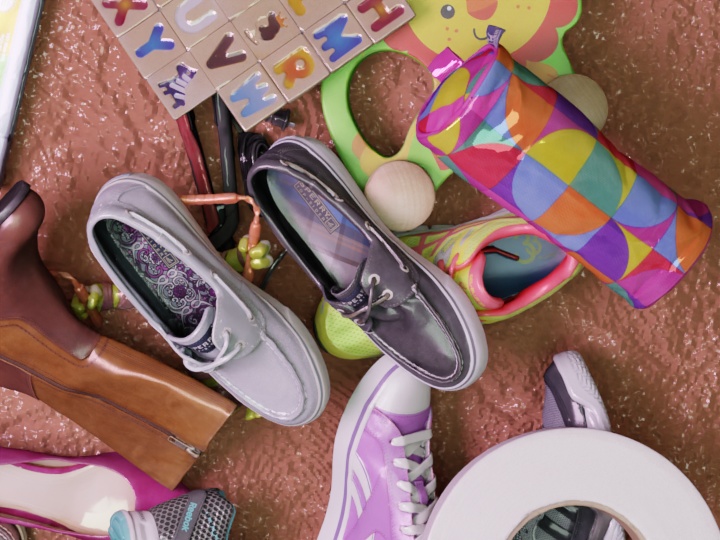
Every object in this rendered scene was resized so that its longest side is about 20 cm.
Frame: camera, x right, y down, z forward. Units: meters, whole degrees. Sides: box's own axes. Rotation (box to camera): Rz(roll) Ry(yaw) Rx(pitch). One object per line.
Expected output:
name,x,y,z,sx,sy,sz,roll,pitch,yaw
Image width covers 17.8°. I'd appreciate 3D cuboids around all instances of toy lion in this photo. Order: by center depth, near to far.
toy lion,0.061,-0.149,1.505,0.199,0.069,0.192,-27,93,5

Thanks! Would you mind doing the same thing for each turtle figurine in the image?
turtle figurine,-0.117,0.025,1.527,0.199,0.064,0.162,-19,108,30

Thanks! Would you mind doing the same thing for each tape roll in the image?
tape roll,0.135,0.201,1.480,0.202,0.037,0.204,0,87,-3

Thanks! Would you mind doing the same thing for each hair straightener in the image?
hair straightener,-0.079,-0.082,1.521,0.077,0.041,0.201,-12,101,2

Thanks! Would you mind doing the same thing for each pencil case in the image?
pencil case,0.126,-0.062,1.436,0.200,0.088,0.088,39,98,-16

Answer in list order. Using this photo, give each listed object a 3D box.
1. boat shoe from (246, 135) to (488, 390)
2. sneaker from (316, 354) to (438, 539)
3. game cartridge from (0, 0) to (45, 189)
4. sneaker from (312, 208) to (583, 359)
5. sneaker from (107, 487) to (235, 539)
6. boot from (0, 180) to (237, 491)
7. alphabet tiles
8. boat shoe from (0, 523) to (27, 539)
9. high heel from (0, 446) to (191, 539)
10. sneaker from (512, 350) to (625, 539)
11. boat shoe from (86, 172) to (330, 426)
boat shoe,0.000,0.000,1.462,0.070,0.066,0.200,-38,88,30
sneaker,0.037,0.159,1.529,0.114,0.073,0.201,25,113,36
game cartridge,-0.278,-0.161,1.508,0.133,0.040,0.201,14,100,1
sneaker,0.060,0.006,1.515,0.199,0.090,0.078,-24,102,5
sneaker,-0.094,0.232,1.556,0.091,0.078,0.201,-26,120,-13
boot,-0.172,0.048,1.484,0.200,0.069,0.188,32,134,1
alphabet tiles,-0.065,-0.192,1.483,0.200,0.006,0.167,-34,80,-2
boat shoe,-0.327,0.188,1.553,0.199,0.072,0.072,7,101,-3
high heel,-0.201,0.151,1.536,0.199,0.096,0.068,21,100,-4
sneaker,0.116,0.157,1.549,0.113,0.076,0.201,-8,103,-2
boat shoe,-0.100,0.030,1.440,0.070,0.072,0.201,-36,102,26
